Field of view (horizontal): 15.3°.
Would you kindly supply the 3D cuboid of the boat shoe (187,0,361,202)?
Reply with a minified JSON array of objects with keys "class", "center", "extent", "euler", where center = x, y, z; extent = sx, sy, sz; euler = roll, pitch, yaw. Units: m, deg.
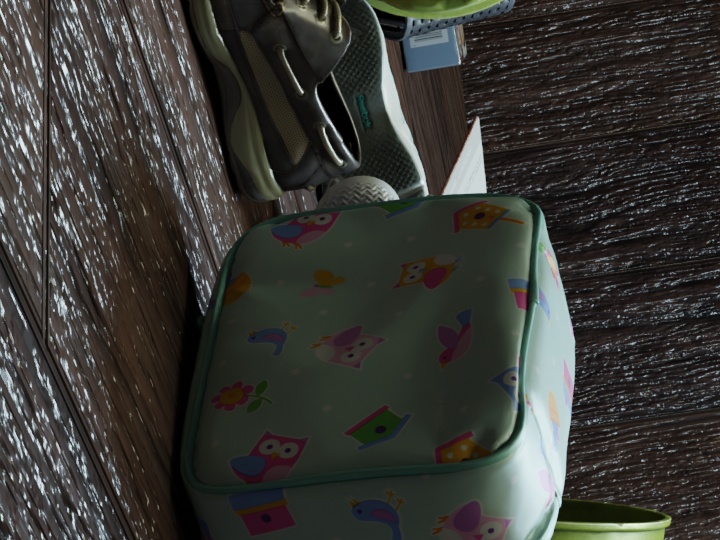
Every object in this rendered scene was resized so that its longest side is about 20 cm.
[{"class":"boat shoe","center":[-0.040,-0.122,1.316],"extent":[0.201,0.073,0.075],"euler":[77,7,-45]}]

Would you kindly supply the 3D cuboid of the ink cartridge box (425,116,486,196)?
[{"class":"ink cartridge box","center":[0.019,0.041,1.435],"extent":[0.177,0.044,0.201],"euler":[77,32,-53]}]

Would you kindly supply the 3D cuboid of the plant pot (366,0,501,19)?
[{"class":"plant pot","center":[0.046,-0.244,1.720],"extent":[0.184,0.199,0.202],"euler":[-87,168,-74]}]

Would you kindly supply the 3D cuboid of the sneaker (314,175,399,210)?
[{"class":"sneaker","center":[0.000,0.000,1.590],"extent":[0.114,0.075,0.201],"euler":[-94,179,-46]}]

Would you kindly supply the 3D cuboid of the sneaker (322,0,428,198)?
[{"class":"sneaker","center":[0.004,-0.089,1.776],"extent":[0.080,0.070,0.202],"euler":[-77,158,-83]}]

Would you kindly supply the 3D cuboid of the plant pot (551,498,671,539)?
[{"class":"plant pot","center":[0.114,0.264,1.905],"extent":[0.200,0.199,0.194],"euler":[7,87,-85]}]

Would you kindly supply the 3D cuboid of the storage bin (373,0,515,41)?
[{"class":"storage bin","center":[0.028,-0.273,1.892],"extent":[0.135,0.093,0.201],"euler":[20,-56,61]}]

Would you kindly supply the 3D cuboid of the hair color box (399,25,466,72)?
[{"class":"hair color box","center":[0.075,-0.269,2.875],"extent":[0.200,0.060,0.100],"euler":[-65,146,-82]}]

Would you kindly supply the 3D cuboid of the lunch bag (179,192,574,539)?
[{"class":"lunch bag","center":[0.005,0.050,1.120],"extent":[0.201,0.159,0.077],"euler":[-80,157,-55]}]
